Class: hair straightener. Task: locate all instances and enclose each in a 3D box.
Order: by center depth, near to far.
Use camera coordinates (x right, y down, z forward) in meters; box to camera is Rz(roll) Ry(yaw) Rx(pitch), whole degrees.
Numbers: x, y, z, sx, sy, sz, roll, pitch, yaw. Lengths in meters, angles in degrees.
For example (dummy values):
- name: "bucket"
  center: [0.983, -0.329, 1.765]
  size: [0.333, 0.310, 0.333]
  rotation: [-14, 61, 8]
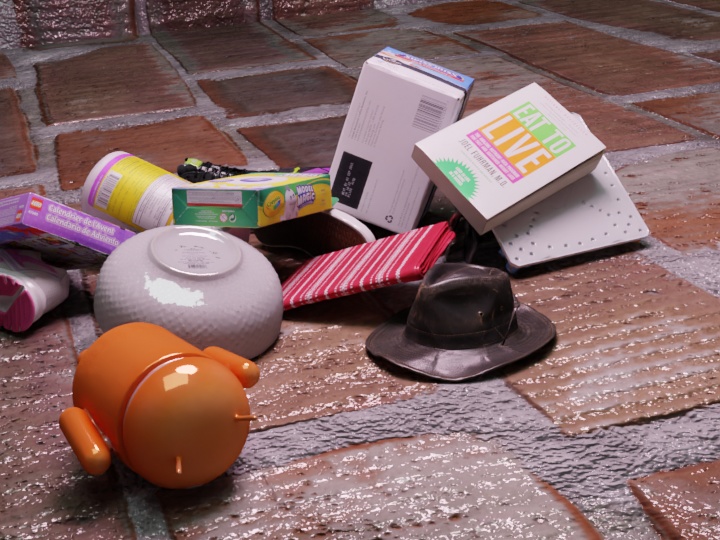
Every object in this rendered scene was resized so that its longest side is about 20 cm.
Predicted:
- name: "hair straightener"
  center: [0.147, -0.048, 1.528]
  size: [0.077, 0.041, 0.200]
  rotation: [21, 18, 3]

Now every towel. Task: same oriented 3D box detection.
- name: "towel"
  center: [0.000, 0.000, 1.359]
  size: [0.200, 0.023, 0.145]
  rotation: [-14, 17, 25]

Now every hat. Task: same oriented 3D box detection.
- name: "hat"
  center: [0.102, 0.036, 1.233]
  size: [0.200, 0.081, 0.201]
  rotation: [-3, 22, 1]

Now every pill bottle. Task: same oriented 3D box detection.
- name: "pill bottle"
  center: [-0.238, -0.065, 1.487]
  size: [0.200, 0.104, 0.104]
  rotation: [26, 31, 19]

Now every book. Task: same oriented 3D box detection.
- name: "book"
  center: [0.178, -0.139, 1.459]
  size: [0.200, 0.048, 0.134]
  rotation: [-30, 68, -27]

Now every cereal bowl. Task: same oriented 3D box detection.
- name: "cereal bowl"
  center: [-0.176, 0.012, 1.264]
  size: [0.200, 0.083, 0.200]
  rotation: [9, 32, -6]

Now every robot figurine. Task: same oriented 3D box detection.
- name: "robot figurine"
  center: [-0.171, 0.115, 1.026]
  size: [0.144, 0.117, 0.200]
  rotation: [15, 4, -40]

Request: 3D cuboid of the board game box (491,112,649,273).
- name: "board game box"
  center: [0.227, -0.098, 1.485]
  size: [0.200, 0.026, 0.200]
  rotation: [-13, 61, -23]

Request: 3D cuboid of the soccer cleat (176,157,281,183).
- name: "soccer cleat"
  center: [-0.201, -0.116, 1.631]
  size: [0.200, 0.081, 0.068]
  rotation: [-11, 20, 19]

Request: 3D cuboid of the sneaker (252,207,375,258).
- name: "sneaker"
  center: [-0.042, -0.057, 1.510]
  size: [0.200, 0.073, 0.085]
  rotation: [17, 27, 41]

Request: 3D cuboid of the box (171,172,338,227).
- name: "box"
  center: [-0.115, -0.085, 1.399]
  size: [0.117, 0.049, 0.200]
  rotation: [3, 9, 25]

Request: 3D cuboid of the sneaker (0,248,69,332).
- name: "sneaker"
  center: [-0.412, 0.014, 1.396]
  size: [0.200, 0.082, 0.088]
  rotation: [20, 26, 34]

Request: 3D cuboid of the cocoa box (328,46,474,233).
- name: "cocoa box"
  center: [0.049, -0.170, 1.571]
  size: [0.133, 0.200, 0.131]
  rotation: [22, 23, 7]

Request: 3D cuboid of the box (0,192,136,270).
- name: "box"
  center: [-0.371, -0.041, 1.406]
  size: [0.137, 0.039, 0.200]
  rotation: [22, -17, -37]

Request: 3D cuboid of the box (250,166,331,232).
- name: "box"
  center: [-0.065, -0.102, 1.686]
  size: [0.143, 0.036, 0.200]
  rotation: [0, 23, 9]
